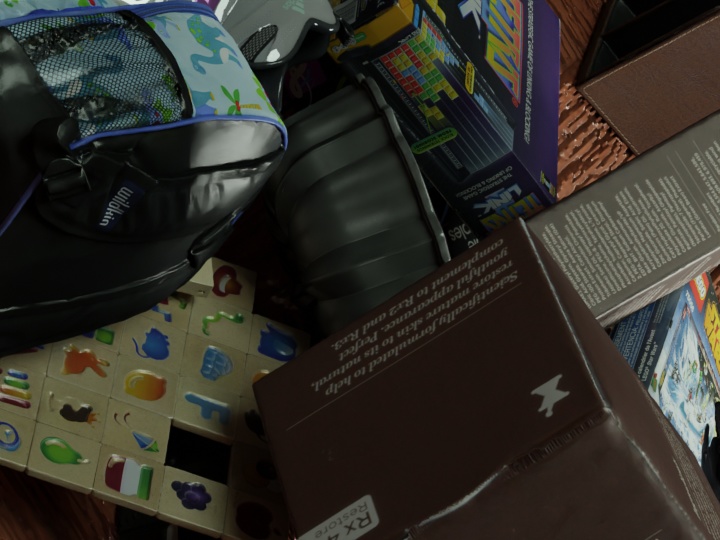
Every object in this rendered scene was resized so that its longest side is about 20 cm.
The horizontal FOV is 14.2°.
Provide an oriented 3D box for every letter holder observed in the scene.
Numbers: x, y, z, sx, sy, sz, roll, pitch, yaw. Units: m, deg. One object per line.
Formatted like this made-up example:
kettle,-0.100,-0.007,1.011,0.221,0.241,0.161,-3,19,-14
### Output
letter holder,0.267,-0.111,1.948,0.200,0.142,0.101,46,41,-21

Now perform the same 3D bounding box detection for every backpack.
backpack,-0.146,-0.059,1.397,0.200,0.183,0.147,-10,61,-49

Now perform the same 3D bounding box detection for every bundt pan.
bundt pan,0.000,0.000,1.560,0.202,0.075,0.203,162,-90,-84

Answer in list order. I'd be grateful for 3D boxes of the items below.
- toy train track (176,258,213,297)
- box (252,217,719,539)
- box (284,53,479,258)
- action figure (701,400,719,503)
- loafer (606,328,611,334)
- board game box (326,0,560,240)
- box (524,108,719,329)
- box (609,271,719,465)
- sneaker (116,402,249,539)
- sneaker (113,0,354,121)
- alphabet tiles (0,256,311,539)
toy train track,-0.103,-0.063,1.560,0.114,0.033,0.201,14,46,-25
box,0.077,0.122,1.411,0.200,0.166,0.164,52,11,-35
box,0.039,-0.062,1.739,0.143,0.036,0.201,-25,90,-53
action figure,0.193,0.176,1.686,0.130,0.201,0.069,-14,43,-20
loafer,0.102,0.076,1.714,0.072,0.073,0.200,54,28,2
board game box,0.052,-0.139,1.693,0.165,0.057,0.200,48,27,-28
box,0.140,-0.010,1.648,0.200,0.100,0.075,-31,83,-17
box,0.194,0.099,1.754,0.137,0.040,0.200,-65,146,-40
sneaker,-0.063,0.169,1.477,0.115,0.075,0.201,42,37,-50
sneaker,-0.092,-0.110,1.517,0.200,0.078,0.140,-29,75,-23
alphabet tiles,-0.107,0.049,1.460,0.167,0.008,0.200,20,37,-11
